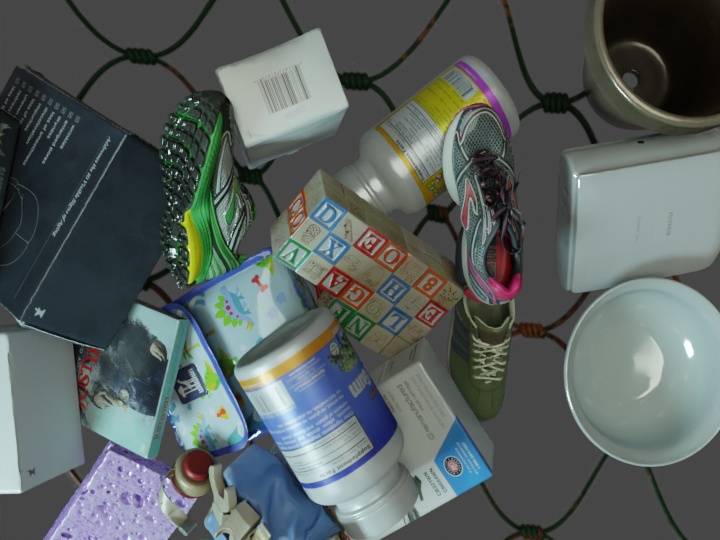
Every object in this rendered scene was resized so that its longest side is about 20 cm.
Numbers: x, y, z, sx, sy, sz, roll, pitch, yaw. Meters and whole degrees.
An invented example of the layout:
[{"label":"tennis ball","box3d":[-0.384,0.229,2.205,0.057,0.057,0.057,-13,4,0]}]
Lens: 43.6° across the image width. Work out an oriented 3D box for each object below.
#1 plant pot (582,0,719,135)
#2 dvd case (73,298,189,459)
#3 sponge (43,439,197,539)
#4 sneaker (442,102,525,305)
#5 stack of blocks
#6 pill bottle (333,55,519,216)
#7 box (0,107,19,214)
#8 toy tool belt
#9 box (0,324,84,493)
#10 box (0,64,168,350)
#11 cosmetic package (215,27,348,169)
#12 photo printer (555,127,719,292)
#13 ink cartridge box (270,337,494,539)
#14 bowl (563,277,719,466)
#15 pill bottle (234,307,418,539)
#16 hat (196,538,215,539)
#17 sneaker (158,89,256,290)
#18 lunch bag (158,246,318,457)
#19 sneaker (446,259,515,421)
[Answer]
[{"label":"plant pot","box3d":[0.315,-0.226,0.952,0.195,0.175,0.205,0,82,-3]},{"label":"dvd case","box3d":[-0.273,0.092,0.944,0.197,0.022,0.149,19,97,29]},{"label":"sponge","box3d":[-0.271,0.285,0.967,0.110,0.030,0.202,31,103,-20]},{"label":"sneaker","box3d":[0.135,-0.068,0.911,0.079,0.075,0.205,-9,94,-14]},{"label":"stack of blocks","box3d":[0.000,0.000,0.945,0.198,0.059,0.115,33,112,-28]},{"label":"pill bottle","box3d":[0.069,-0.134,0.978,0.199,0.104,0.105,-38,94,-2]},{"label":"box","box3d":[-0.414,-0.053,0.859,0.155,0.051,0.205,-5,71,28]},{"label":"toy tool belt","box3d":[-0.098,0.230,0.880,0.199,0.124,0.125,41,48,9]},{"label":"box","box3d":[-0.399,0.138,0.917,0.195,0.106,0.156,-4,92,17]},{"label":"box","box3d":[-0.298,-0.064,0.899,0.195,0.124,0.203,31,90,34]},{"label":"cosmetic package","box3d":[-0.080,-0.168,0.918,0.111,0.200,0.083,-22,94,-7]},{"label":"photo printer","box3d":[0.315,-0.067,0.987,0.195,0.070,0.169,-9,126,-5]},{"label":"ink cartridge box","box3d":[0.024,0.192,0.964,0.198,0.084,0.147,-34,97,14]},{"label":"bowl","box3d":[0.311,0.109,1.012,0.196,0.090,0.206,0,92,-5]},{"label":"pill bottle","box3d":[-0.026,0.148,0.859,0.111,0.112,0.202,-31,99,-3]},{"label":"hat","box3d":[-0.180,0.402,0.937,0.165,0.176,0.201,42,88,-5]},{"label":"sneaker","box3d":[-0.140,-0.079,0.847,0.084,0.078,0.203,-17,138,-32]},{"label":"lunch bag","box3d":[-0.134,0.091,0.964,0.197,0.127,0.173,-27,92,6]},{"label":"sneaker","box3d":[0.135,0.071,0.996,0.065,0.090,0.206,-1,92,-5]}]
